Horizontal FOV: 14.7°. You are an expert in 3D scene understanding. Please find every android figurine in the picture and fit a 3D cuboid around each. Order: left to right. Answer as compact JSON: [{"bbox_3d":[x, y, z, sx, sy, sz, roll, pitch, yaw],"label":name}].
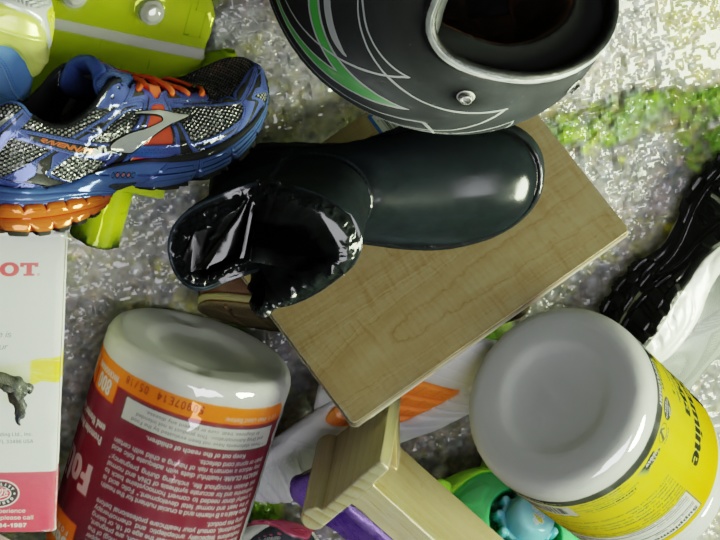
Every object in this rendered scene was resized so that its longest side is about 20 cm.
[{"bbox_3d":[-0.154,-0.113,1.577,0.181,0.041,0.201,12,109,-21],"label":"android figurine"}]

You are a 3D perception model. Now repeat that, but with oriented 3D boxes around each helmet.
[{"bbox_3d":[0.042,-0.172,1.522,0.199,0.200,0.192,-13,121,-11],"label":"helmet"}]

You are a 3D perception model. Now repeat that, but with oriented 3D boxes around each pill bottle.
[{"bbox_3d":[-0.121,0.135,1.646,0.113,0.114,0.201,12,107,-21],"label":"pill bottle"},{"bbox_3d":[0.148,0.103,1.653,0.112,0.113,0.200,-44,150,4],"label":"pill bottle"}]

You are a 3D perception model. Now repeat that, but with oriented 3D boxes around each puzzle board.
[{"bbox_3d":[0.033,-0.023,1.619,0.199,0.017,0.151,-34,73,-11],"label":"puzzle board"}]

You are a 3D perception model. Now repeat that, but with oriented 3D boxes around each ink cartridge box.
[{"bbox_3d":[-0.240,0.043,1.569,0.144,0.084,0.201,1,119,-9],"label":"ink cartridge box"}]

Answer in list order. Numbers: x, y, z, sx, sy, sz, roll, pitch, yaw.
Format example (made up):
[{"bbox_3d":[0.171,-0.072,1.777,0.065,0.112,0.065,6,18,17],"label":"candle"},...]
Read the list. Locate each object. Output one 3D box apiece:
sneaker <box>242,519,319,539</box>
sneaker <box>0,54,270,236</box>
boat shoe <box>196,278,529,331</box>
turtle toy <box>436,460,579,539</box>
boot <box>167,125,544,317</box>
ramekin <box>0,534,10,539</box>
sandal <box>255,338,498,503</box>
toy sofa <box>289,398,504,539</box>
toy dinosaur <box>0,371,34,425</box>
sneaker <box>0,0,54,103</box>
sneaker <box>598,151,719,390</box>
[{"bbox_3d":[-0.072,0.248,1.729,0.080,0.075,0.201,15,106,-22],"label":"sneaker"},{"bbox_3d":[-0.128,-0.082,1.503,0.199,0.075,0.079,-26,118,-39],"label":"sneaker"},{"bbox_3d":[0.000,0.000,1.660,0.198,0.072,0.068,-2,79,-7],"label":"boat shoe"},{"bbox_3d":[0.094,0.206,1.747,0.145,0.101,0.201,-35,117,-1],"label":"turtle toy"},{"bbox_3d":[0.002,-0.029,1.521,0.198,0.168,0.077,-2,105,4],"label":"boot"},{"bbox_3d":[-0.221,0.244,1.615,0.098,0.200,0.202,-38,121,-33],"label":"ramekin"},{"bbox_3d":[-0.002,0.073,1.674,0.206,0.060,0.079,-29,146,27],"label":"sandal"},{"bbox_3d":[0.049,0.176,1.625,0.200,0.083,0.097,43,115,-16],"label":"toy sofa"},{"bbox_3d":[-0.231,0.078,1.517,0.088,0.048,0.201,28,109,-14],"label":"toy dinosaur"},{"bbox_3d":[-0.266,-0.113,1.501,0.198,0.076,0.106,7,108,4],"label":"sneaker"},{"bbox_3d":[0.230,-0.007,1.724,0.079,0.074,0.200,31,107,-35],"label":"sneaker"}]
